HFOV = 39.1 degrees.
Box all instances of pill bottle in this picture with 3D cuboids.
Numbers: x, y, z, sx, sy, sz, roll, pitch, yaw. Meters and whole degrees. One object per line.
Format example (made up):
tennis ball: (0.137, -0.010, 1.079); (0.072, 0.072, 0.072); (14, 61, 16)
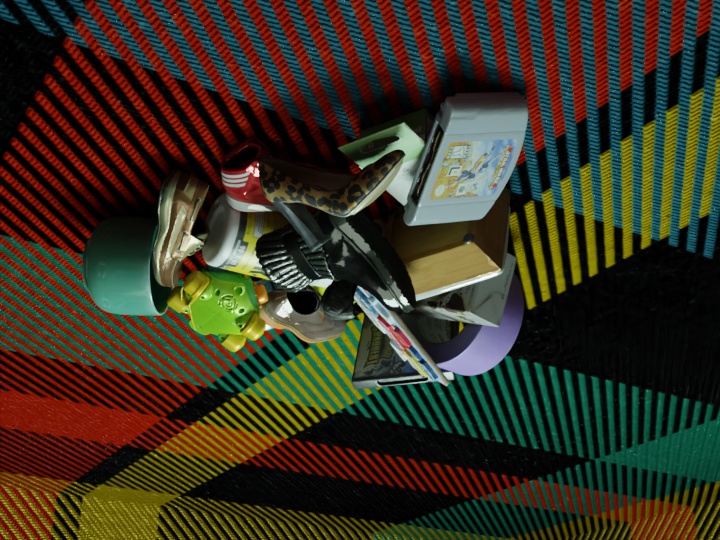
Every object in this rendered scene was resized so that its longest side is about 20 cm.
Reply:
pill bottle: (-0.130, -0.041, 1.541); (0.199, 0.115, 0.114); (14, 151, -27)

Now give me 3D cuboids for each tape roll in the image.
tape roll: (0.165, 0.066, 1.663); (0.085, 0.201, 0.200); (21, 147, -37)

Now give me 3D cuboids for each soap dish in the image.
soap dish: (0.120, -0.045, 1.499); (0.199, 0.158, 0.081); (-17, 133, 32)

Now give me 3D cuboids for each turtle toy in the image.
turtle toy: (-0.222, 0.048, 1.601); (0.146, 0.101, 0.200); (38, 148, -14)

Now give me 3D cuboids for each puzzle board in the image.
puzzle board: (0.052, 0.096, 1.604); (0.200, 0.017, 0.151); (52, 169, -15)

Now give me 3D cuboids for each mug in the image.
mug: (-0.360, -0.001, 1.578); (0.114, 0.153, 0.185); (2, 154, 3)

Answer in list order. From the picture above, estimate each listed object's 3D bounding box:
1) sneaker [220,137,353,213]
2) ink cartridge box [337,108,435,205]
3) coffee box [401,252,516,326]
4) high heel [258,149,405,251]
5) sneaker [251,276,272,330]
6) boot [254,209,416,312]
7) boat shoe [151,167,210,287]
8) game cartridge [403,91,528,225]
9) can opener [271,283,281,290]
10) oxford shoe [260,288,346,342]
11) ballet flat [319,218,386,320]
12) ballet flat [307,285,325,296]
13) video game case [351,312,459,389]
sneaker: (-0.100, -0.128, 1.405); (0.199, 0.079, 0.116); (-4, 155, 5)
ink cartridge box: (0.064, -0.157, 1.362); (0.103, 0.060, 0.200); (-15, 150, 28)
coffee box: (0.133, 0.015, 1.586); (0.080, 0.114, 0.199); (25, 166, -41)
high heel: (-0.044, -0.132, 1.309); (0.200, 0.143, 0.071); (-39, 178, 32)
sneaker: (-0.223, 0.017, 1.723); (0.199, 0.080, 0.131); (13, 129, 28)
boot: (-0.033, 0.002, 1.436); (0.157, 0.080, 0.211); (-31, 108, 23)
boat shoe: (-0.260, -0.055, 1.485); (0.073, 0.076, 0.201); (13, 130, -2)
game cartridge: (0.141, -0.142, 1.321); (0.132, 0.042, 0.201); (-4, 136, -23)
can opener: (-0.133, 0.032, 1.748); (0.078, 0.064, 0.200); (1, 155, 0)
oxford shoe: (-0.081, 0.073, 1.684); (0.073, 0.072, 0.199); (-24, 155, 34)
ballet flat: (0.000, 0.000, 1.537); (0.056, 0.201, 0.067); (17, 144, 16)
ballet flat: (-0.050, 0.018, 1.736); (0.067, 0.067, 0.200); (-27, 152, 6)
video game case: (0.085, 0.126, 1.803); (0.180, 0.201, 0.026); (-7, 126, 15)
